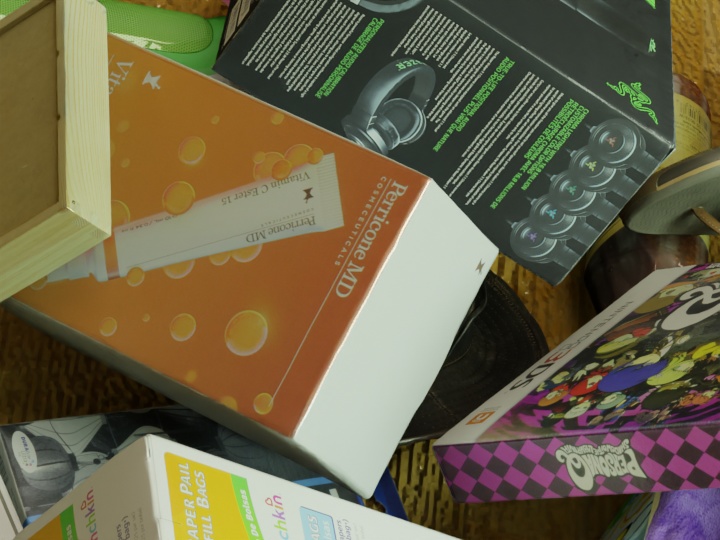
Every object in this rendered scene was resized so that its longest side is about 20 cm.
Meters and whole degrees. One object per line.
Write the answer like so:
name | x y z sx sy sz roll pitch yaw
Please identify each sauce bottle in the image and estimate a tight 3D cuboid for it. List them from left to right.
sauce bottle | 0.145 -0.012 1.453 0.066 0.066 0.201 18 47 -11

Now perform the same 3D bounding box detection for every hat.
hat | 0.000 0.000 1.334 0.199 0.081 0.201 10 33 -6

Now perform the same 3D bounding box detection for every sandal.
sandal | 0.223 -0.019 1.407 0.199 0.082 0.055 10 59 -23

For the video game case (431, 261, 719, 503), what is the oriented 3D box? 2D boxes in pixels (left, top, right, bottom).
video game case | 0.158 0.042 1.262 0.181 0.199 0.036 -35 108 -39

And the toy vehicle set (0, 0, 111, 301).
toy vehicle set | -0.188 -0.027 1.231 0.026 0.199 0.125 34 39 -40

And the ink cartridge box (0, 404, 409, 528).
ink cartridge box | -0.061 0.107 1.282 0.199 0.039 0.100 -6 55 -29

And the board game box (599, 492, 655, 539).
board game box | 0.163 0.141 1.308 0.105 0.103 0.200 40 48 1

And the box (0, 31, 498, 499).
box | -0.062 -0.007 1.242 0.199 0.097 0.125 24 82 26

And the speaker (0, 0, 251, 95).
speaker | -0.141 -0.092 1.373 0.199 0.089 0.089 8 51 -19

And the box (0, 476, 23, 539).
box | -0.236 0.129 1.168 0.199 0.060 0.117 -9 59 -30

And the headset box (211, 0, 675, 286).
headset box | 0.047 -0.109 1.300 0.199 0.093 0.174 32 28 -13

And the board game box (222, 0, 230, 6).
board game box | 0.018 -0.112 1.436 0.200 0.040 0.153 40 19 2

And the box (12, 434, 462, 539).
box | -0.035 0.160 1.166 0.199 0.101 0.113 22 43 -36

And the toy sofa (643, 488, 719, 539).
toy sofa | 0.145 0.161 1.161 0.097 0.083 0.200 36 56 -5
